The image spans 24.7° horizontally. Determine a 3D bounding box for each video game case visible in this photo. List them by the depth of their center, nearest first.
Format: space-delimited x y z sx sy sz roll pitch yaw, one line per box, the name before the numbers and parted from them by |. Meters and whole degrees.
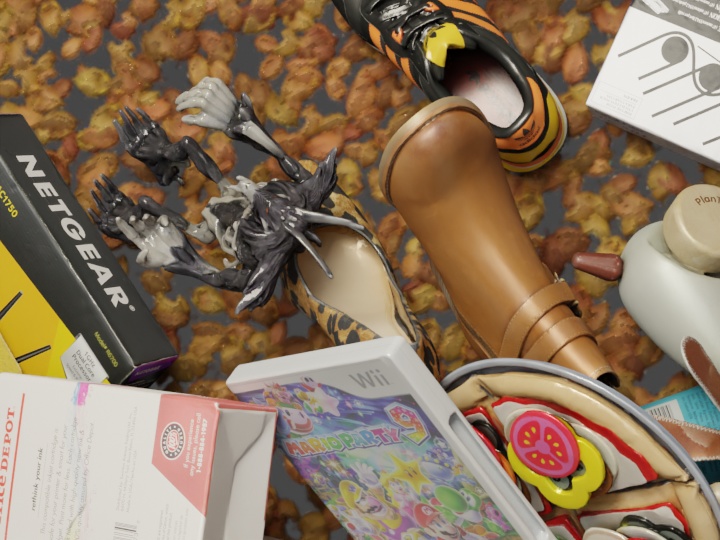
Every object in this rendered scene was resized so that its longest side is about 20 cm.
video game case | 0.027 0.123 0.929 0.142 0.018 0.201 -12 122 47

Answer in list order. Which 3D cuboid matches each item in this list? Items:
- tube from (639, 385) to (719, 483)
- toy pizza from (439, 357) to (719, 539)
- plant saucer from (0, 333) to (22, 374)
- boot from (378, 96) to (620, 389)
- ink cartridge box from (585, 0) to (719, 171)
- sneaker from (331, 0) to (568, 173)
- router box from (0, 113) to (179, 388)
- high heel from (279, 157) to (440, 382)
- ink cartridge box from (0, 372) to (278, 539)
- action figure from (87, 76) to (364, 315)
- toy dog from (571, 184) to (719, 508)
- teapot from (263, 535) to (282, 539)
tube | 0.236 0.086 0.962 0.198 0.050 0.078 -18 79 7
toy pizza | 0.114 0.136 0.925 0.199 0.201 0.032 32 50 16
plant saucer | -0.331 0.045 1.067 0.200 0.048 0.201 -40 74 32
boot | 0.086 0.005 0.918 0.073 0.200 0.155 -32 57 -3
ink cartridge box | 0.244 -0.100 0.979 0.198 0.044 0.095 25 92 15
sneaker | 0.048 -0.146 1.010 0.070 0.090 0.200 -45 76 5
router box | -0.224 0.022 1.056 0.149 0.051 0.201 -44 73 27
high heel | 0.000 0.000 0.973 0.071 0.143 0.202 -11 70 -15
ink cartridge box | -0.151 0.123 0.945 0.198 0.067 0.118 5 86 30
action figure | -0.093 -0.044 0.990 0.199 0.102 0.120 14 73 47
toy dog | 0.179 0.045 0.914 0.095 0.133 0.201 -4 41 -15
teapot | -0.079 0.251 0.970 0.197 0.146 0.200 44 94 14
